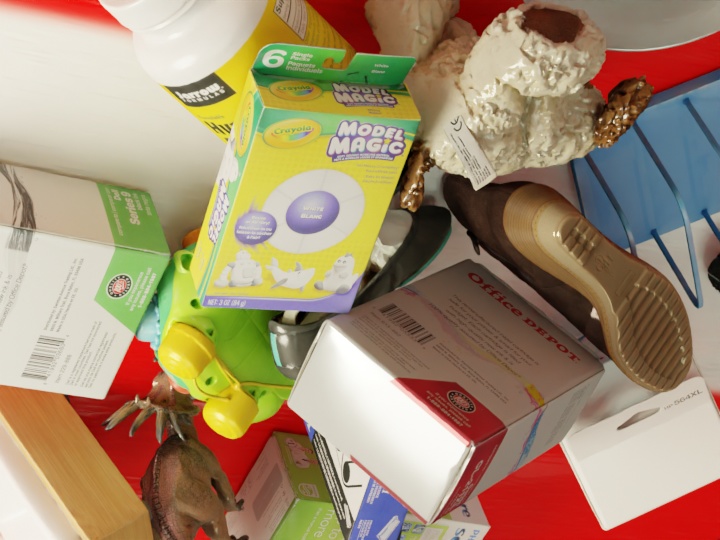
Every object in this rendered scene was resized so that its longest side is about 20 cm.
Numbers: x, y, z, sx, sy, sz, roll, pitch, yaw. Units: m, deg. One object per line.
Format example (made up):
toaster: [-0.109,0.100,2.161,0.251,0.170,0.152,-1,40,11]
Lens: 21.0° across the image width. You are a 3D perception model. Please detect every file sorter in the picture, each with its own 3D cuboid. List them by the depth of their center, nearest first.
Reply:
file sorter: [0.282,-0.061,1.538,0.198,0.123,0.139,-21,134,-1]

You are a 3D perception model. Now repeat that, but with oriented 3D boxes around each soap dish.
soap dish: [-0.228,0.195,1.524,0.081,0.200,0.158,-25,136,-22]

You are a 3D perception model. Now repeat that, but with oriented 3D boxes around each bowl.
bowl: [0.199,-0.252,1.344,0.199,0.091,0.202,-3,142,-3]

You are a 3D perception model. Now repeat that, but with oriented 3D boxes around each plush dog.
plush dog: [0.105,-0.116,1.371,0.171,0.199,0.162,2,105,-45]

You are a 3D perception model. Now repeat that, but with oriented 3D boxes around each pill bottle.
pill bottle: [-0.085,-0.154,1.323,0.111,0.112,0.200,-37,132,14]

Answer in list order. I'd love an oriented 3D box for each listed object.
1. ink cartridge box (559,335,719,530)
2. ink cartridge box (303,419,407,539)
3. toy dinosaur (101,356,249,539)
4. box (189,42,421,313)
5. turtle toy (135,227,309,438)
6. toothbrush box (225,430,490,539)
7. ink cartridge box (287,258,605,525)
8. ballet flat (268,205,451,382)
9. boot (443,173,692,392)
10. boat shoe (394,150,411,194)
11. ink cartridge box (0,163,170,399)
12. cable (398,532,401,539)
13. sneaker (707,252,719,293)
ink cartridge box: [0.222,0.119,1.599,0.128,0.200,0.126,-26,94,4]
ink cartridge box: [-0.007,0.110,1.522,0.044,0.201,0.095,2,130,-21]
toy dinosaur: [-0.146,0.165,1.520,0.085,0.201,0.136,-18,131,2]
box: [-0.035,-0.061,1.315,0.116,0.049,0.201,2,128,-22]
turtle toy: [-0.102,0.049,1.493,0.146,0.100,0.201,-56,139,-25]
toothbrush box: [-0.011,0.233,1.711,0.198,0.086,0.146,12,125,-31]
ink cartridge box: [0.067,0.085,1.438,0.199,0.145,0.083,-21,144,-53]
ballet flat: [0.000,0.000,1.474,0.200,0.068,0.069,-50,125,-30]
boot: [0.161,0.002,1.503,0.072,0.166,0.200,-46,118,-10]
boat shoe: [-0.018,-0.052,1.417,0.199,0.066,0.070,-38,99,-18]
ink cartridge box: [-0.259,0.003,1.411,0.198,0.084,0.147,11,125,-29]
cable: [0.026,0.162,1.633,0.096,0.050,0.202,3,99,-39]
sneaker: [0.371,0.022,1.693,0.080,0.074,0.200,-49,135,4]
